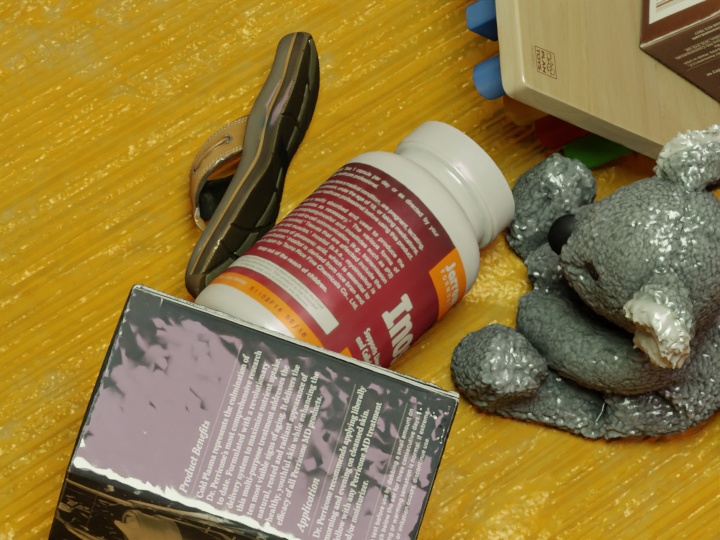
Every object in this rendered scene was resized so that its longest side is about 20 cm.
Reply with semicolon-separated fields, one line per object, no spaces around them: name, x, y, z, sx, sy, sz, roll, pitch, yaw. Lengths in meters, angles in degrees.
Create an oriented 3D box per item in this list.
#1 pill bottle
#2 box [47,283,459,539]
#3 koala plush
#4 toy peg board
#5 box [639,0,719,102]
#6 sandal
pill bottle;0.000;0.000;1.719;0.113;0.113;0.200;44;67;9
box;-0.068;0.124;1.605;0.196;0.200;0.124;20;66;-2
koala plush;0.176;0.004;1.705;0.183;0.200;0.178;21;64;-2
toy peg board;0.128;-0.165;1.785;0.199;0.098;0.201;18;59;-42
box;0.271;-0.153;1.808;0.200;0.075;0.101;29;54;-38
sandal;-0.077;-0.068;1.755;0.054;0.082;0.201;13;66;12
